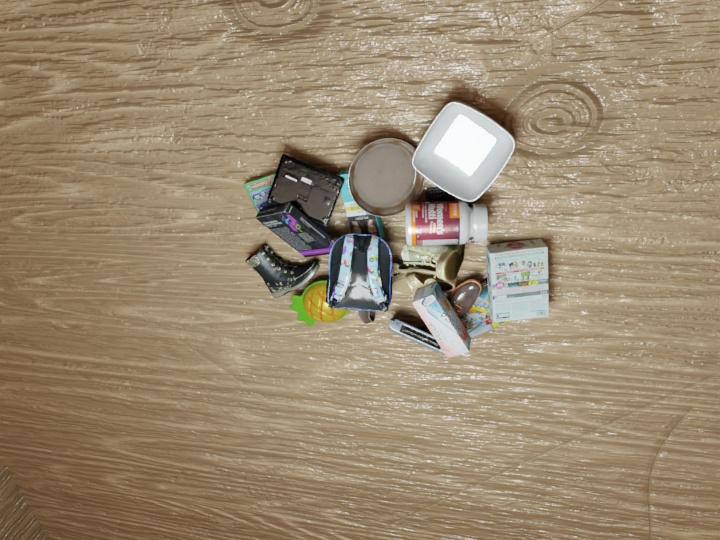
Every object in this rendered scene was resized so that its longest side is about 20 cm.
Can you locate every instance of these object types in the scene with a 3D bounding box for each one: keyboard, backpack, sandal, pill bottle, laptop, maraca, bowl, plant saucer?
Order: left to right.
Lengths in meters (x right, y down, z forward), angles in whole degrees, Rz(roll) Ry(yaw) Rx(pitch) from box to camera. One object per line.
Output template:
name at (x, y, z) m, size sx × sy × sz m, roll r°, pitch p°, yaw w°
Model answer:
laptop at (-0.151, -0.187, 1.428) m, size 0.176 × 0.103 × 0.201 m, roll 22°, pitch 104°, yaw 1°
maraca at (-0.120, 0.099, 1.578) m, size 0.199 × 0.107 × 0.138 m, roll -21°, pitch 106°, yaw 25°
backpack at (0.000, 0.000, 1.419) m, size 0.181 × 0.135 × 0.202 m, roll 3°, pitch 98°, yaw 4°
plant saucer at (0.064, -0.236, 1.341) m, size 0.199 × 0.032 × 0.201 m, roll -5°, pitch 117°, yaw -9°
sandal at (0.147, 0.028, 1.440) m, size 0.211 × 0.077 × 0.070 m, roll 13°, pitch 88°, yaw 40°
pill bottle at (0.213, -0.119, 1.329) m, size 0.198 × 0.110 × 0.110 m, roll -2°, pitch 120°, yaw 7°
keyboard at (0.245, -0.128, 1.397) m, size 0.126 × 0.021 × 0.201 m, roll -6°, pitch 119°, yaw 19°
bowl at (0.247, -0.289, 1.268) m, size 0.199 × 0.075 × 0.200 m, roll 32°, pitch 123°, yaw -4°

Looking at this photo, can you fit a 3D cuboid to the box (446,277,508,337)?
box at (0.311, 0.121, 1.515) m, size 0.199 × 0.038 × 0.137 m, roll -29°, pitch 108°, yaw 28°

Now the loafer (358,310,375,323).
loafer at (0.035, 0.071, 1.539) m, size 0.070 × 0.073 × 0.201 m, roll 7°, pitch 122°, yaw 12°

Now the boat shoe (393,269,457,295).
boat shoe at (0.170, 0.039, 1.489) m, size 0.199 × 0.065 × 0.072 m, roll -10°, pitch 117°, yaw 20°

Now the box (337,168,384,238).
box at (0.002, -0.173, 1.418) m, size 0.082 × 0.049 × 0.201 m, roll -5°, pitch 118°, yaw 18°

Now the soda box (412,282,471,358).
soda box at (0.217, 0.134, 1.401) m, size 0.068 × 0.064 × 0.200 m, roll -23°, pitch 112°, yaw 29°

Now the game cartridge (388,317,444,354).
game cartridge at (0.174, 0.195, 1.547) m, size 0.199 × 0.133 × 0.042 m, roll 24°, pitch 79°, yaw 7°

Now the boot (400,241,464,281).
boot at (0.175, -0.031, 1.353) m, size 0.154 × 0.200 × 0.073 m, roll 6°, pitch 112°, yaw 20°

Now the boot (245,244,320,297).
boot at (-0.232, -0.013, 1.558) m, size 0.203 × 0.074 × 0.154 m, roll -27°, pitch 112°, yaw 34°

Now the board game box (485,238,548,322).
board game box at (0.411, 0.028, 1.392) m, size 0.146 × 0.064 × 0.201 m, roll -6°, pitch 114°, yaw 5°

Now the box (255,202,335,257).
box at (-0.170, -0.106, 1.443) m, size 0.142 × 0.036 × 0.200 m, roll -3°, pitch 147°, yaw 46°

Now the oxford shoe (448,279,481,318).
oxford shoe at (0.264, 0.109, 1.455) m, size 0.071 × 0.073 × 0.200 m, roll 30°, pitch 123°, yaw -3°

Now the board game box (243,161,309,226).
board game box at (-0.209, -0.209, 1.467) m, size 0.199 × 0.029 × 0.135 m, roll -13°, pitch 115°, yaw 22°
